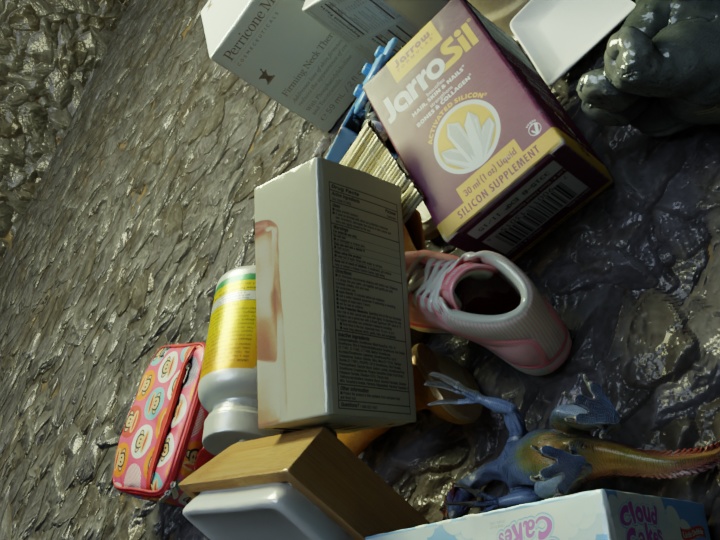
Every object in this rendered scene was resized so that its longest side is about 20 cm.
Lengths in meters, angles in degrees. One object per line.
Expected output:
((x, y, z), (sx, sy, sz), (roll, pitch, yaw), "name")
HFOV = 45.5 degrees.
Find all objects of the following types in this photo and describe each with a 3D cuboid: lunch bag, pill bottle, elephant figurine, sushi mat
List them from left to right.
((-0.221, 0.192, 1.076), (0.176, 0.082, 0.201), (-9, 60, 48), "lunch bag")
((-0.120, 0.104, 0.962), (0.113, 0.113, 0.201), (-30, 44, 40), "pill bottle")
((-0.020, -0.032, 0.792), (0.096, 0.012, 0.200), (55, 127, 24), "sushi mat")
((0.243, -0.216, 0.663), (0.141, 0.154, 0.201), (154, 129, -74), "elephant figurine")

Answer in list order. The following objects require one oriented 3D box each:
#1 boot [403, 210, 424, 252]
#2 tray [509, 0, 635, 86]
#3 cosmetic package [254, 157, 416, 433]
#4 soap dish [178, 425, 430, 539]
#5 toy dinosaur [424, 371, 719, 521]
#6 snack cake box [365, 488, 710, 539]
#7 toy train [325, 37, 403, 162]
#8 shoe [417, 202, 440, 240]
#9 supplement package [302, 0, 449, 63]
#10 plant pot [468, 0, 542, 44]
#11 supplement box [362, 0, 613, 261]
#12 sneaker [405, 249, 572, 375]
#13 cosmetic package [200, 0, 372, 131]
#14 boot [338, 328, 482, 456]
((0.000, -0.001, 0.852), (0.143, 0.071, 0.202), (-7, 102, 34), "boot")
((0.238, -0.273, 0.818), (0.200, 0.022, 0.108), (-43, 49, 27), "tray")
((-0.023, 0.025, 0.692), (0.087, 0.103, 0.201), (-18, 67, 42), "cosmetic package")
((-0.028, 0.210, 0.685), (0.157, 0.200, 0.081), (-22, 30, 46), "soap dish")
((0.126, 0.152, 0.616), (0.182, 0.199, 0.105), (96, -164, -63), "toy dinosaur")
((0.109, 0.195, 0.554), (0.200, 0.115, 0.068), (-27, 55, 41), "snack cake box")
((0.026, -0.178, 0.960), (0.114, 0.086, 0.200), (-56, 8, 37), "toy train")
((0.097, -0.128, 0.888), (0.070, 0.053, 0.201), (24, 86, 58), "shoe")
((0.044, -0.373, 1.058), (0.111, 0.155, 0.201), (-9, 59, 51), "supplement package")
((0.130, -0.370, 0.908), (0.200, 0.183, 0.201), (-34, 41, 36), "plant pot")
((0.109, -0.124, 0.769), (0.131, 0.103, 0.201), (-42, 53, 23), "supplement box")
((0.074, 0.013, 0.710), (0.200, 0.105, 0.076), (24, 76, 39), "sneaker")
((-0.087, -0.332, 1.171), (0.167, 0.200, 0.167), (-48, 34, 22), "cosmetic package")
((0.027, 0.126, 0.781), (0.144, 0.071, 0.201), (-55, 25, 12), "boot")
